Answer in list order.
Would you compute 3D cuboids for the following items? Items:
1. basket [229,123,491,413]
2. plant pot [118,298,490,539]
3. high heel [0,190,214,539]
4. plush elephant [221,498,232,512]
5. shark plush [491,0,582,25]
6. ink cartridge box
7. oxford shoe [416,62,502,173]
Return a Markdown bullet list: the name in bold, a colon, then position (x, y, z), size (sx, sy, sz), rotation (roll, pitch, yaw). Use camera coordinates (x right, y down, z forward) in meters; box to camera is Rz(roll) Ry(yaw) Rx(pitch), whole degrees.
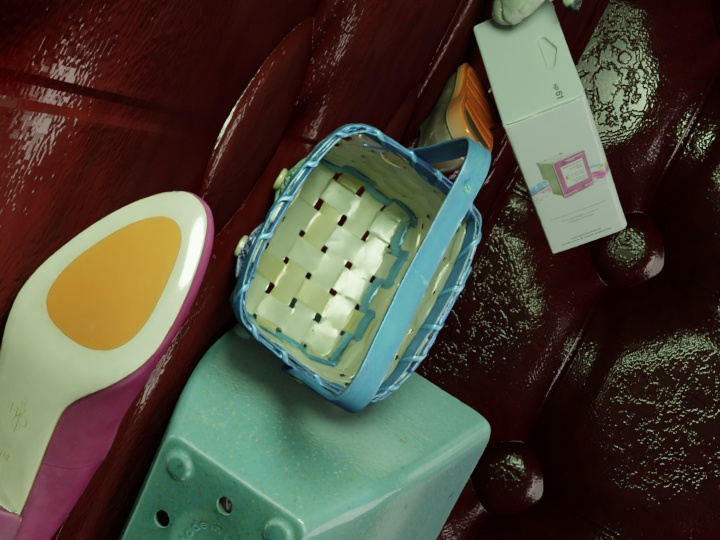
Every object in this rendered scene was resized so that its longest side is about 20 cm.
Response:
- **basket**: position (0.000, 0.000, 1.032), size (0.177, 0.139, 0.200), rotation (-61, -157, -10)
- **plant pot**: position (-0.061, 0.161, 1.137), size (0.200, 0.195, 0.197), rotation (-23, 141, -62)
- **high heel**: position (-0.120, 0.054, 0.718), size (0.201, 0.067, 0.096), rotation (-57, 163, 1)
- **plush elephant**: position (-0.027, 0.182, 1.464), size (0.200, 0.154, 0.166), rotation (-49, 150, -37)
- **shark plush**: position (0.160, -0.325, 1.492), size (0.083, 0.090, 0.202), rotation (-136, -129, -78)
- **ink cartridge box**: position (0.185, -0.140, 1.586), size (0.201, 0.084, 0.145), rotation (63, 10, -48)
- **oxford shoe**: position (0.087, -0.145, 1.568), size (0.073, 0.072, 0.200), rotation (-30, -168, 20)
